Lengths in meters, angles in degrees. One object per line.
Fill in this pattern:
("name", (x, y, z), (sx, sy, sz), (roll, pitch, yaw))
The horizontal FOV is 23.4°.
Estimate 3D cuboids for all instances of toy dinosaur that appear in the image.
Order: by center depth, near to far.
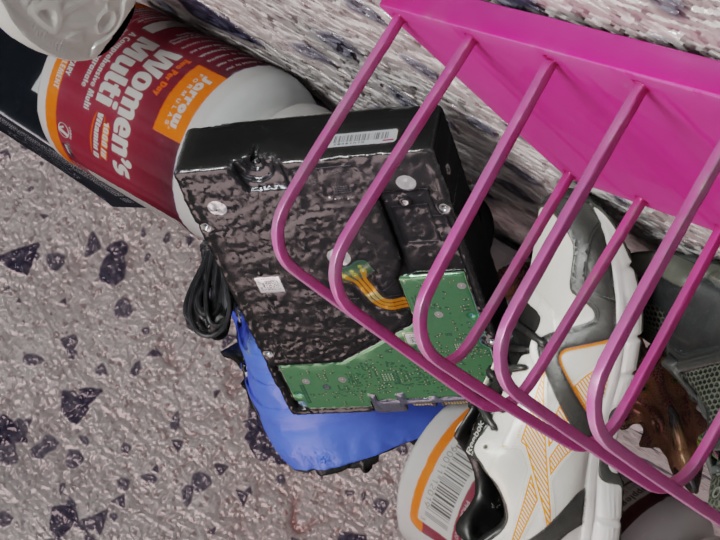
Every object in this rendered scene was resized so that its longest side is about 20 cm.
("toy dinosaur", (0.132, 0.038, 0.984), (0.199, 0.086, 0.136), (35, 176, 19))

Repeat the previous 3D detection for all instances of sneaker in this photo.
("sneaker", (0.174, 0.065, 0.817), (0.199, 0.115, 0.076), (31, 174, 41))
("sneaker", (0.090, 0.060, 0.858), (0.079, 0.202, 0.074), (-1, -167, -13))
("sneaker", (-0.216, -0.198, 0.916), (0.146, 0.081, 0.200), (39, -178, 33))

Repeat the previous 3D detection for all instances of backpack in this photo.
("backpack", (-0.015, 0.035, 1.144), (0.200, 0.161, 0.169), (-111, -3, -69))

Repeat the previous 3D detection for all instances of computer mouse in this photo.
("computer mouse", (-0.010, -0.027, 1.064), (0.198, 0.142, 0.046), (-12, 145, 17))

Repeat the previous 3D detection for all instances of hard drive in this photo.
("hard drive", (0.000, 0.000, 0.923), (0.138, 0.038, 0.201), (-4, 136, 19))

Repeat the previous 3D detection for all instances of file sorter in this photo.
("file sorter", (0.081, -0.004, 0.649), (0.139, 0.126, 0.199), (36, 174, -39))

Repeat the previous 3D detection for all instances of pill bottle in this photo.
("pill bottle", (0.125, 0.156, 0.973), (0.199, 0.115, 0.114), (32, 176, 37))
("pill bottle", (-0.092, -0.080, 1.036), (0.199, 0.110, 0.109), (28, 174, 35))

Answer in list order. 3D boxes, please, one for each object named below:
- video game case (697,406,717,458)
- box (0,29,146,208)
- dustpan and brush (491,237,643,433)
("video game case", (0.245, 0.108, 1.280), (0.181, 0.023, 0.200), (30, 173, 26))
("box", (-0.194, -0.126, 1.221), (0.148, 0.108, 0.200), (33, 174, -14))
("dustpan and brush", (0.126, 0.041, 1.136), (0.199, 0.058, 0.140), (30, 174, 26))
